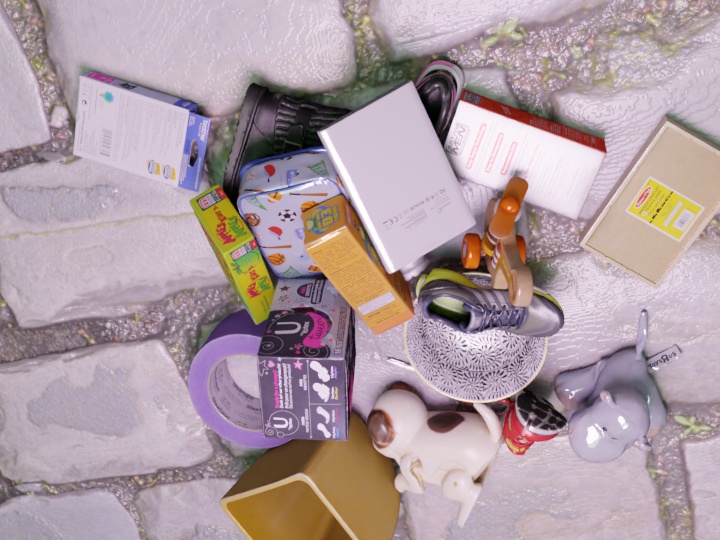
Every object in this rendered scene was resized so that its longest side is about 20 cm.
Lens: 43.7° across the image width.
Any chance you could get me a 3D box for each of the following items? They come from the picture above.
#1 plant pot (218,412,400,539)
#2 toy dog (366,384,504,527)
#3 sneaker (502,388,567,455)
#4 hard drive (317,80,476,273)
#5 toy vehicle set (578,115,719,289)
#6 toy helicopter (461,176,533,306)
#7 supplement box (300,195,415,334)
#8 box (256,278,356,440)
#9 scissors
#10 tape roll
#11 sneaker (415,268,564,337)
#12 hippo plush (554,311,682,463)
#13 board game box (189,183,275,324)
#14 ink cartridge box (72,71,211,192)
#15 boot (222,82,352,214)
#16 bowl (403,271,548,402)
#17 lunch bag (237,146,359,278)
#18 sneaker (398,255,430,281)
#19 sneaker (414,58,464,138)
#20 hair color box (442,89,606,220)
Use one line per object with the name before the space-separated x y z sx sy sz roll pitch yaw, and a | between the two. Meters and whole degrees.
plant pot | -0.052 0.332 1.365 0.194 0.200 0.195 -26 107 37
toy dog | 0.101 0.256 1.335 0.198 0.140 0.195 24 136 13
sneaker | 0.236 0.222 1.257 0.076 0.200 0.086 27 94 9
hard drive | 0.048 -0.115 1.121 0.131 0.026 0.201 -29 108 -6
toy vehicle set | 0.395 -0.086 1.180 0.123 0.027 0.201 30 117 -2
toy helicopter | 0.185 -0.029 1.109 0.078 0.201 0.134 3 120 -6
supplement box | -0.002 -0.004 1.168 0.068 0.067 0.200 -26 134 16
box | -0.067 0.111 1.189 0.113 0.201 0.134 0 118 3
scissors | 0.134 0.179 1.366 0.197 0.014 0.074 7 117 8
tape roll | -0.160 0.168 1.389 0.197 0.085 0.202 5 114 10
sneaker | 0.164 0.056 1.161 0.197 0.081 0.075 9 116 8
hippo plush | 0.367 0.201 1.242 0.159 0.161 0.200 45 116 -10
board game box | -0.169 -0.018 1.239 0.047 0.102 0.201 -30 151 -10
ink cartridge box | -0.308 -0.197 1.279 0.198 0.042 0.120 19 117 7
boot | -0.101 -0.141 1.236 0.156 0.080 0.213 19 119 1
bowl | 0.165 0.076 1.268 0.198 0.094 0.203 5 116 10
lunch bag | -0.066 -0.072 1.196 0.158 0.076 0.201 -13 142 11
sneaker | 0.000 0.000 1.294 0.198 0.075 0.083 -25 91 16
sneaker | 0.068 -0.177 1.178 0.080 0.086 0.202 21 118 4
hair color box | 0.208 -0.151 1.172 0.198 0.061 0.102 21 118 2
